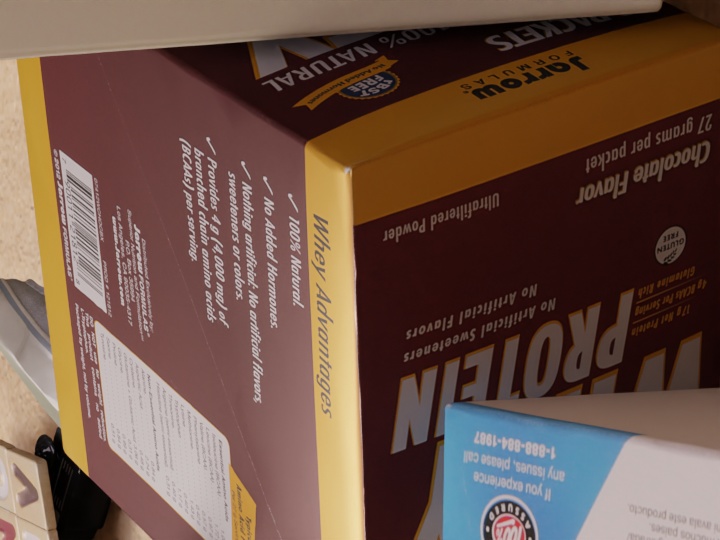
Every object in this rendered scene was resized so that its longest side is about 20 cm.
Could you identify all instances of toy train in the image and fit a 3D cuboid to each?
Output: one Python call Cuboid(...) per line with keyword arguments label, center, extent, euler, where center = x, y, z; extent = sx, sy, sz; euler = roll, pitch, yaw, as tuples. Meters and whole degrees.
Cuboid(label="toy train", center=(-0.114, 0.041, 1.021), extent=(0.046, 0.034, 0.201), euler=(43, 126, 43))

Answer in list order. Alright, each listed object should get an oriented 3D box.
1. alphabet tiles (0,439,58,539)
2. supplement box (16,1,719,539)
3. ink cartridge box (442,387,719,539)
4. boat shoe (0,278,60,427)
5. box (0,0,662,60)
Cuboid(label="alphabet tiles", center=(-0.160, 0.176, 1.082), extent=(0.167, 0.008, 0.201), euler=(13, 113, 56))
Cuboid(label="supplement box", center=(0.000, 0.000, 0.711), extent=(0.200, 0.132, 0.198), euler=(35, 136, 47))
Cuboid(label="ink cartridge box", center=(0.117, 0.137, 0.579), extent=(0.147, 0.146, 0.201), euler=(7, 97, 55))
Cuboid(label="boat shoe", center=(-0.088, 0.051, 0.948), extent=(0.201, 0.071, 0.070), euler=(37, 162, 39))
Cuboid(label="box", center=(-0.019, -0.110, 0.623), extent=(0.068, 0.199, 0.082), euler=(-98, 6, -64))
